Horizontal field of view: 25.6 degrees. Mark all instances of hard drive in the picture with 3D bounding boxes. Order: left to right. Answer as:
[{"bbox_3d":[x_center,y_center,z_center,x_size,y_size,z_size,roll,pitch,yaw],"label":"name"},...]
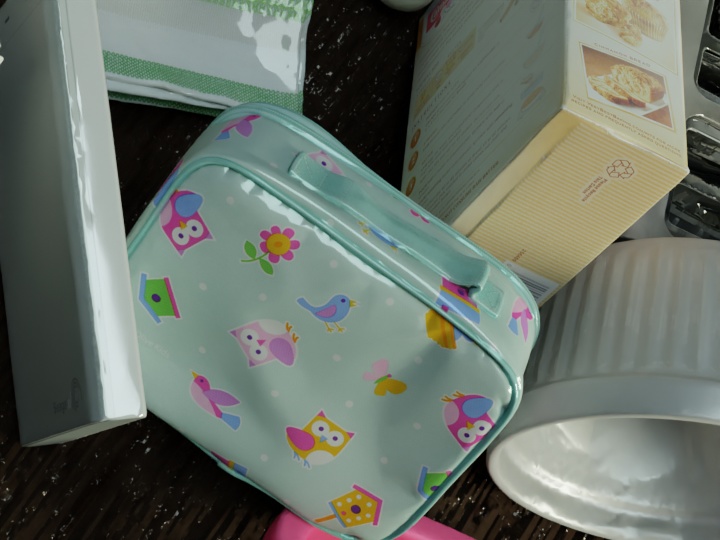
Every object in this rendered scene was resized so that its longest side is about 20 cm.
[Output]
[{"bbox_3d":[-0.140,-0.026,0.725,0.026,0.132,0.203,-4,81,-27],"label":"hard drive"}]

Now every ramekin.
[{"bbox_3d":[0.169,0.066,0.828,0.198,0.200,0.106,20,62,-21],"label":"ramekin"}]

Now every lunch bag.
[{"bbox_3d":[-0.018,0.026,0.750,0.199,0.161,0.077,35,31,-6],"label":"lunch bag"}]

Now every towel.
[{"bbox_3d":[-0.080,-0.182,0.804,0.148,0.031,0.203,6,91,-37],"label":"towel"}]

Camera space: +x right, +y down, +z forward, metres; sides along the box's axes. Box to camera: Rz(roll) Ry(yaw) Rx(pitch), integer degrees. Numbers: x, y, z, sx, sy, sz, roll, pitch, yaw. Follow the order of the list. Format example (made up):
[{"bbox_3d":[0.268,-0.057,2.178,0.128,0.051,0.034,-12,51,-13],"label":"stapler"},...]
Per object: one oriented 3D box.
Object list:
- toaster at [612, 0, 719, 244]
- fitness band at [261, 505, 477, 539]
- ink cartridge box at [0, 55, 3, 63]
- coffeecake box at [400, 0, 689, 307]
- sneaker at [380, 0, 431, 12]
[{"bbox_3d":[0.193,-0.058,0.903,0.198,0.118,0.183,23,72,-20],"label":"toaster"},{"bbox_3d":[0.038,0.179,0.779,0.198,0.038,0.144,27,28,-16],"label":"fitness band"},{"bbox_3d":[-0.249,-0.149,0.688,0.082,0.146,0.202,-29,93,-26],"label":"ink cartridge box"},{"bbox_3d":[0.089,-0.094,0.803,0.072,0.154,0.202,23,48,-19],"label":"coffeecake box"},{"bbox_3d":[0.006,-0.223,0.821,0.093,0.070,0.202,-44,142,-49],"label":"sneaker"}]
